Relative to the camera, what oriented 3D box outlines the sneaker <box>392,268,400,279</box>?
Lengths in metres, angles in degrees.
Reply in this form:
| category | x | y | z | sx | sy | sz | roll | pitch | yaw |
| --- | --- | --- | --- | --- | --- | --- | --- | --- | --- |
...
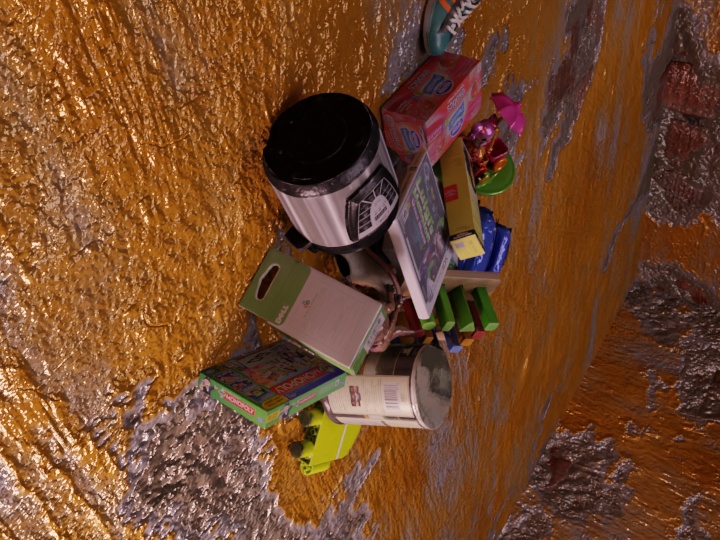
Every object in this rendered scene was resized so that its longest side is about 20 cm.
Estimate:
| category | x | y | z | sx | sy | sz | roll | pitch | yaw |
| --- | --- | --- | --- | --- | --- | --- | --- | --- | --- |
| sneaker | 0.110 | 0.051 | 1.564 | 0.146 | 0.079 | 0.205 | -41 | 139 | -50 |

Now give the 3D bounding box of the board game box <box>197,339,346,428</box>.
| category | x | y | z | sx | sy | sz | roll | pitch | yaw |
| --- | --- | --- | --- | --- | --- | --- | --- | --- | --- |
| board game box | -0.128 | 0.165 | 1.153 | 0.198 | 0.132 | 0.030 | -17 | 124 | -56 |

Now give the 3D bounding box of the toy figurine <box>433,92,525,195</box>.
| category | x | y | z | sx | sy | sz | roll | pitch | yaw |
| --- | --- | --- | --- | --- | --- | --- | --- | --- | --- |
| toy figurine | 0.235 | -0.252 | 1.467 | 0.196 | 0.152 | 0.186 | -23 | 154 | -23 |

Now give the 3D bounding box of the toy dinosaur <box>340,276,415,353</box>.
| category | x | y | z | sx | sy | sz | roll | pitch | yaw |
| --- | --- | --- | --- | --- | --- | --- | --- | --- | --- |
| toy dinosaur | 0.020 | 0.097 | 1.259 | 0.200 | 0.084 | 0.139 | 42 | 51 | -52 |

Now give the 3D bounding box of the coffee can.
| category | x | y | z | sx | sy | sz | roll | pitch | yaw |
| --- | --- | --- | --- | --- | --- | --- | --- | --- | --- |
| coffee can | 0.046 | 0.205 | 1.377 | 0.145 | 0.196 | 0.151 | 8 | 80 | -57 |

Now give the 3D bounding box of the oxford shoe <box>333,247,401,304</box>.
| category | x | y | z | sx | sy | sz | roll | pitch | yaw |
| --- | --- | --- | --- | --- | --- | --- | --- | --- | --- |
| oxford shoe | 0.000 | 0.000 | 1.308 | 0.075 | 0.070 | 0.201 | -48 | 119 | -19 |

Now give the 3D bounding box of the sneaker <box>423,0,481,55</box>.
| category | x | y | z | sx | sy | sz | roll | pitch | yaw |
| --- | --- | --- | --- | --- | --- | --- | --- | --- | --- |
| sneaker | 0.168 | -0.466 | 1.315 | 0.071 | 0.079 | 0.205 | 5 | 104 | -60 |

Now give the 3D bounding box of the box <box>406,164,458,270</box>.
| category | x | y | z | sx | sy | sz | roll | pitch | yaw |
| --- | --- | --- | --- | --- | --- | --- | --- | --- | --- |
| box | 0.129 | -0.084 | 1.359 | 0.199 | 0.036 | 0.148 | 28 | 63 | -59 |

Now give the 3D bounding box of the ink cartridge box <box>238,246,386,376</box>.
| category | x | y | z | sx | sy | sz | roll | pitch | yaw |
| --- | --- | --- | --- | --- | --- | --- | --- | --- | --- |
| ink cartridge box | -0.070 | 0.059 | 1.136 | 0.105 | 0.197 | 0.059 | -60 | 163 | -11 |

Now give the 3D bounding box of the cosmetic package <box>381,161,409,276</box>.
| category | x | y | z | sx | sy | sz | roll | pitch | yaw |
| --- | --- | --- | --- | --- | --- | --- | --- | --- | --- |
| cosmetic package | 0.100 | -0.091 | 1.402 | 0.151 | 0.050 | 0.205 | 53 | 43 | -56 |

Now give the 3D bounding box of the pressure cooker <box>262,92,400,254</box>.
| category | x | y | z | sx | sy | sz | roll | pitch | yaw |
| --- | --- | --- | --- | --- | --- | --- | --- | --- | --- |
| pressure cooker | -0.031 | -0.127 | 1.093 | 0.201 | 0.171 | 0.183 | 65 | 23 | -54 |

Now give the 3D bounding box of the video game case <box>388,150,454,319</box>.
| category | x | y | z | sx | sy | sz | roll | pitch | yaw |
| --- | --- | --- | --- | --- | --- | --- | --- | --- | --- |
| video game case | 0.102 | -0.059 | 1.243 | 0.184 | 0.023 | 0.203 | -64 | 142 | -43 |

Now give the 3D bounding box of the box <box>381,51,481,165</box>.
| category | x | y | z | sx | sy | sz | roll | pitch | yaw |
| --- | --- | --- | --- | --- | --- | --- | --- | --- | --- |
| box | 0.129 | -0.285 | 1.351 | 0.201 | 0.093 | 0.104 | -49 | 147 | -32 |

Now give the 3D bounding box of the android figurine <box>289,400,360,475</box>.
| category | x | y | z | sx | sy | sz | roll | pitch | yaw |
| --- | --- | --- | --- | --- | --- | --- | --- | --- | --- |
| android figurine | -0.058 | 0.298 | 1.461 | 0.198 | 0.040 | 0.187 | 1 | 106 | -58 |

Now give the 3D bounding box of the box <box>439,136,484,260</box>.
| category | x | y | z | sx | sy | sz | roll | pitch | yaw |
| --- | --- | --- | --- | --- | --- | --- | --- | --- | --- |
| box | 0.177 | -0.128 | 1.349 | 0.075 | 0.049 | 0.205 | 46 | 36 | -57 |

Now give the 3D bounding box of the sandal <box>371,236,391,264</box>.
| category | x | y | z | sx | sy | sz | roll | pitch | yaw |
| --- | --- | --- | --- | --- | --- | --- | --- | --- | --- |
| sandal | 0.051 | -0.065 | 1.410 | 0.200 | 0.047 | 0.077 | -42 | 128 | -61 |

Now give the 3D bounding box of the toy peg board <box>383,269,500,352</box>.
| category | x | y | z | sx | sy | sz | roll | pitch | yaw |
| --- | --- | --- | --- | --- | --- | --- | --- | --- | --- |
| toy peg board | 0.143 | 0.099 | 1.416 | 0.195 | 0.100 | 0.201 | 3 | 141 | -23 |

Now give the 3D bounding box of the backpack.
| category | x | y | z | sx | sy | sz | roll | pitch | yaw |
| --- | --- | --- | --- | --- | --- | --- | --- | --- | --- |
| backpack | 0.219 | -0.062 | 1.553 | 0.200 | 0.164 | 0.167 | -20 | 122 | -76 |

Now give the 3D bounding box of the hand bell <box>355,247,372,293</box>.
| category | x | y | z | sx | sy | sz | roll | pitch | yaw |
| --- | --- | --- | --- | --- | --- | --- | --- | --- | --- |
| hand bell | -0.008 | 0.044 | 1.365 | 0.105 | 0.102 | 0.203 | 68 | 37 | -52 |
